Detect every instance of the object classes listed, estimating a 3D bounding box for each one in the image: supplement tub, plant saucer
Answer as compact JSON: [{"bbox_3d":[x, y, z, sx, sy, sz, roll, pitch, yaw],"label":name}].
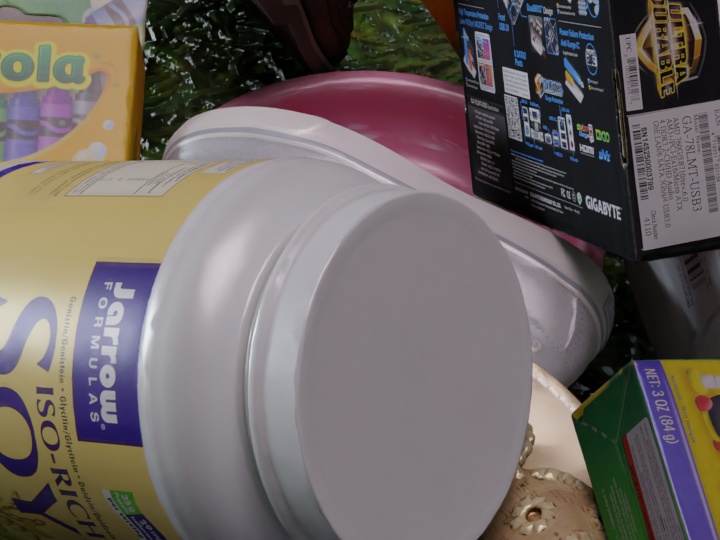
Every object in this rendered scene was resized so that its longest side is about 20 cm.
[{"bbox_3d":[-0.055,0.034,0.825,0.199,0.146,0.145,1,34,40],"label":"supplement tub"},{"bbox_3d":[0.005,-0.007,1.041,0.199,0.051,0.201,2,42,-2],"label":"plant saucer"}]

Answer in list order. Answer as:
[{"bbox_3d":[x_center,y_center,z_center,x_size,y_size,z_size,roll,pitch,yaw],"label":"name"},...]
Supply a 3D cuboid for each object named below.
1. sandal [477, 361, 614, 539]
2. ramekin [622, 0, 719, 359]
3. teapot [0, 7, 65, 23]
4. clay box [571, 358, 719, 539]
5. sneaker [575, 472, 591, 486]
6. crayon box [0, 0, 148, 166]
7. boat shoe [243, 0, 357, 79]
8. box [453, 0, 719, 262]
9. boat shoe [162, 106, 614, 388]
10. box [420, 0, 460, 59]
[{"bbox_3d":[0.073,0.111,0.821,0.077,0.070,0.213,-19,75,-7],"label":"sandal"},{"bbox_3d":[0.169,-0.027,0.968,0.097,0.201,0.201,-14,45,-9],"label":"ramekin"},{"bbox_3d":[-0.193,-0.159,1.113,0.198,0.147,0.198,-4,44,-14],"label":"teapot"},{"bbox_3d":[0.179,0.089,0.833,0.199,0.048,0.116,0,61,-29],"label":"clay box"},{"bbox_3d":[0.156,0.096,0.917,0.198,0.080,0.130,27,46,24],"label":"sneaker"},{"bbox_3d":[-0.156,-0.032,0.986,0.125,0.052,0.202,2,73,-1],"label":"crayon box"},{"bbox_3d":[-0.023,-0.140,1.086,0.068,0.200,0.072,-45,81,0],"label":"boat shoe"},{"bbox_3d":[0.081,-0.117,0.928,0.049,0.200,0.200,-8,10,-13],"label":"box"},{"bbox_3d":[0.000,0.000,0.952,0.199,0.072,0.069,28,46,12],"label":"boat shoe"},{"bbox_3d":[0.138,-0.125,1.086,0.198,0.119,0.042,-6,69,17],"label":"box"}]
